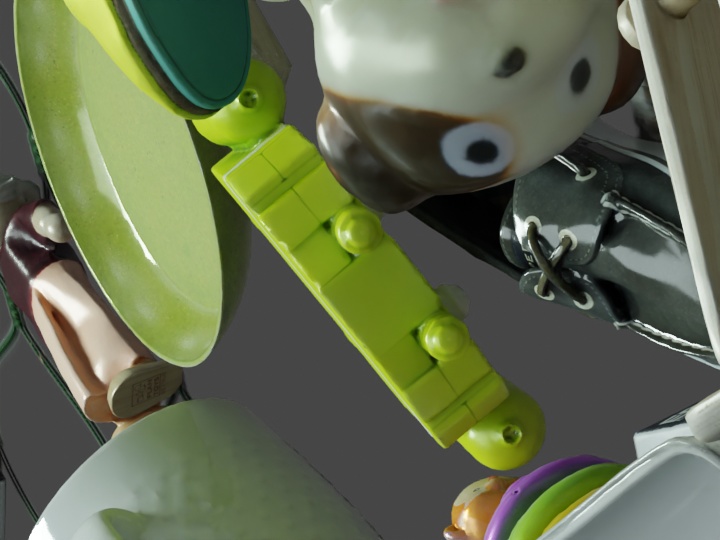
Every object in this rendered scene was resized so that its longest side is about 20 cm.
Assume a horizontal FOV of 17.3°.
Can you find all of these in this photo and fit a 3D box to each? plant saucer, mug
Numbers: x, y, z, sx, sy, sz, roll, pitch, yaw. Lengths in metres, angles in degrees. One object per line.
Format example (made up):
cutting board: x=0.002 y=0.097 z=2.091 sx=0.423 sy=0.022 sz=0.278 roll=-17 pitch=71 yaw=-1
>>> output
plant saucer: x=-0.098 y=-0.055 z=1.058 sx=0.200 sy=0.031 sz=0.201 roll=46 pitch=147 yaw=42
mug: x=-0.055 y=0.157 z=1.026 sx=0.175 sy=0.148 sz=0.200 roll=40 pitch=180 yaw=31

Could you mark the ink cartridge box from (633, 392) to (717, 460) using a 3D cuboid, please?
ink cartridge box: x=0.141 y=0.034 z=0.603 sx=0.039 sy=0.099 sz=0.200 roll=67 pitch=155 yaw=2

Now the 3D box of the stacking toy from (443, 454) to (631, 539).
stacking toy: x=0.083 y=0.103 z=0.785 sx=0.200 sy=0.116 sz=0.110 roll=30 pitch=138 yaw=64

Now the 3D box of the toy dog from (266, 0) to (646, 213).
toy dog: x=0.004 y=-0.117 z=0.726 sx=0.201 sy=0.139 sz=0.194 roll=63 pitch=164 yaw=12

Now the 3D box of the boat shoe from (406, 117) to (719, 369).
boat shoe: x=0.070 y=-0.014 z=0.766 sx=0.200 sy=0.056 sz=0.069 roll=36 pitch=140 yaw=51

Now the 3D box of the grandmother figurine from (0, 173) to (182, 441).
grandmother figurine: x=-0.168 y=0.012 z=1.294 sx=0.200 sy=0.060 sz=0.122 roll=46 pitch=139 yaw=36

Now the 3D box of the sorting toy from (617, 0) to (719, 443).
sorting toy: x=0.141 y=-0.085 z=0.514 sx=0.180 sy=0.107 sz=0.201 roll=-34 pitch=60 yaw=50

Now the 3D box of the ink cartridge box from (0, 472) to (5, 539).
ink cartridge box: x=-0.292 y=0.172 z=1.694 sx=0.100 sy=0.039 sz=0.200 roll=55 pitch=152 yaw=27

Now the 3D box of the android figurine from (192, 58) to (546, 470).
android figurine: x=0.000 y=0.000 z=0.860 sx=0.182 sy=0.041 sz=0.200 roll=51 pitch=176 yaw=-6

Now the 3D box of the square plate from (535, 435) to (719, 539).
square plate: x=0.115 y=0.130 z=0.619 sx=0.200 sy=0.028 sz=0.198 roll=37 pitch=144 yaw=-5

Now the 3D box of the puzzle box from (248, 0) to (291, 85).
puzzle box: x=-0.090 y=-0.089 z=1.081 sx=0.133 sy=0.025 sz=0.200 roll=60 pitch=155 yaw=20

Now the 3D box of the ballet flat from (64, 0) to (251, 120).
ballet flat: x=-0.094 y=-0.144 z=0.788 sx=0.067 sy=0.067 sz=0.201 roll=1 pitch=121 yaw=39
